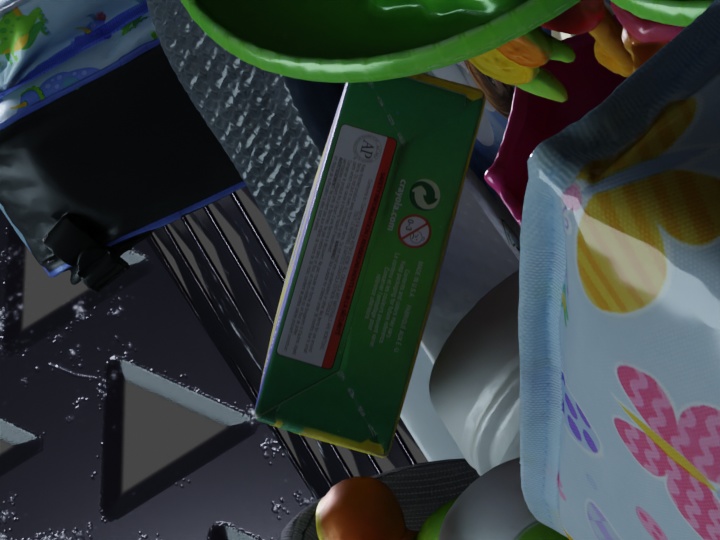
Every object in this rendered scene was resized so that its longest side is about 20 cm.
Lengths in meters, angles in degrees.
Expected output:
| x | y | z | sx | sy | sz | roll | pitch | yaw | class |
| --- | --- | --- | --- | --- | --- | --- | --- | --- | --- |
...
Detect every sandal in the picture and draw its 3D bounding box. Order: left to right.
| x | y | z | sx | sy | sz | roll | pitch | yaw | class |
| --- | --- | --- | --- | --- | --- | --- | --- | --- | --- |
| -0.028 | -0.071 | 1.040 | 0.076 | 0.043 | 0.201 | -30 | 83 | 51 | sandal |

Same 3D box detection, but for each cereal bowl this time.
| x | y | z | sx | sy | sz | roll | pitch | yaw | class |
| --- | --- | --- | --- | --- | --- | --- | --- | --- | --- |
| 0.060 | 0.036 | 1.122 | 0.201 | 0.083 | 0.200 | 57 | 171 | 13 | cereal bowl |

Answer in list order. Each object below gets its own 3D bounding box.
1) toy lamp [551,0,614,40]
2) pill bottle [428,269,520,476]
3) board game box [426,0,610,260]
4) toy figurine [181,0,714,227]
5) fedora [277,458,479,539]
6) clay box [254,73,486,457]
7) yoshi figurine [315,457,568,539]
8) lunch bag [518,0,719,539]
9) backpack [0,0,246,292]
| x | y | z | sx | sy | sz | roll | pitch | yaw | class |
| --- | --- | --- | --- | --- | --- | --- | --- | --- | --- |
| 0.070 | -0.064 | 0.782 | 0.201 | 0.058 | 0.058 | 61 | 172 | -35 | toy lamp |
| 0.113 | 0.090 | 0.875 | 0.200 | 0.113 | 0.114 | 55 | 172 | 30 | pill bottle |
| 0.022 | -0.113 | 0.936 | 0.200 | 0.043 | 0.199 | 56 | 173 | 26 | board game box |
| 0.079 | -0.053 | 0.636 | 0.199 | 0.151 | 0.184 | 17 | 159 | 41 | toy figurine |
| 0.045 | 0.125 | 0.980 | 0.177 | 0.198 | 0.091 | -68 | -23 | -74 | fedora |
| 0.000 | 0.000 | 0.895 | 0.047 | 0.116 | 0.200 | 16 | 177 | -2 | clay box |
| 0.072 | 0.059 | 0.779 | 0.112 | 0.199 | 0.113 | 42 | -144 | -56 | yoshi figurine |
| 0.122 | 0.040 | 0.502 | 0.169 | 0.127 | 0.200 | 39 | 159 | 22 | lunch bag |
| -0.103 | -0.112 | 1.245 | 0.148 | 0.182 | 0.200 | 61 | -178 | -21 | backpack |
